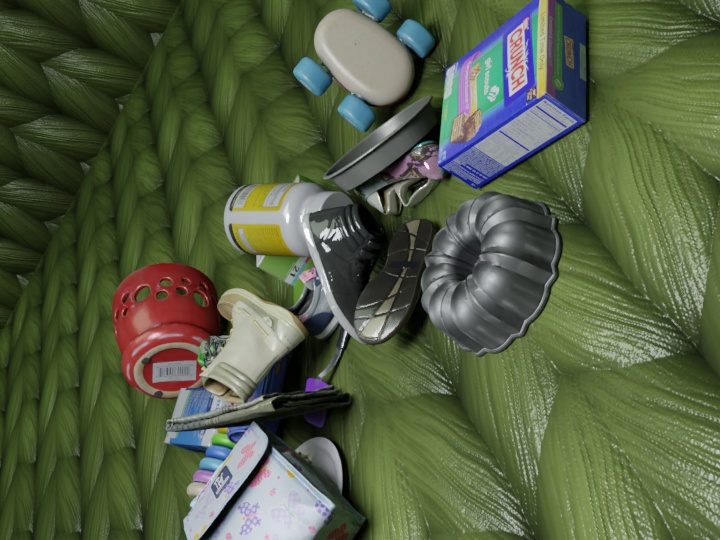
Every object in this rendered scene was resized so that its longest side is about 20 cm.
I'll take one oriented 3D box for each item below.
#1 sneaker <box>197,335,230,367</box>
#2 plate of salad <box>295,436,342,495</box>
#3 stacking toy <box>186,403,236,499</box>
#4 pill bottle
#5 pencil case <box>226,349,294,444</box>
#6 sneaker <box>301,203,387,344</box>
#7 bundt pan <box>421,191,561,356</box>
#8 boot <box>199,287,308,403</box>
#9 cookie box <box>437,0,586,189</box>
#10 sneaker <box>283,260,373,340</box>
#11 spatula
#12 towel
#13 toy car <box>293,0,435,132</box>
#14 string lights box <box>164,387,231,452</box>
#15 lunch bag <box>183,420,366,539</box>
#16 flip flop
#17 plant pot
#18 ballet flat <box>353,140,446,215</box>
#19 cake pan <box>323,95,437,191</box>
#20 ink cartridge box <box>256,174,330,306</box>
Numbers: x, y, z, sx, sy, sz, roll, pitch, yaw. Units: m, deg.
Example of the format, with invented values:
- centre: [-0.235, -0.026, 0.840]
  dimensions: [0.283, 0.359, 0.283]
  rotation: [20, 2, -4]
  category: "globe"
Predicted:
- centre: [-0.224, 0.144, 1.703]
  dimensions: [0.200, 0.084, 0.079]
  rotation: [145, 138, -62]
  category: "sneaker"
- centre: [-0.089, 0.323, 1.394]
  dimensions: [0.200, 0.048, 0.202]
  rotation: [-41, 37, 40]
  category: "plate of salad"
- centre: [-0.201, 0.273, 1.613]
  dimensions: [0.085, 0.085, 0.202]
  rotation: [-18, 47, 55]
  category: "stacking toy"
- centre: [-0.104, -0.076, 1.530]
  dimensions: [0.199, 0.111, 0.112]
  rotation: [4, 71, 43]
  category: "pill bottle"
- centre: [-0.149, 0.177, 1.581]
  dimensions: [0.087, 0.077, 0.202]
  rotation: [-36, 38, 60]
  category: "pencil case"
- centre: [0.000, 0.000, 1.399]
  dimensions: [0.098, 0.202, 0.071]
  rotation: [-21, 4, 23]
  category: "sneaker"
- centre: [0.142, -0.006, 1.213]
  dimensions: [0.202, 0.075, 0.203]
  rotation: [-42, 35, 39]
  category: "bundt pan"
- centre: [-0.186, 0.112, 1.515]
  dimensions: [0.199, 0.072, 0.155]
  rotation: [17, 61, 48]
  category: "boot"
- centre: [0.192, -0.227, 1.297]
  dimensions: [0.199, 0.075, 0.173]
  rotation: [-31, 42, 47]
  category: "cookie box"
- centre: [-0.044, 0.006, 1.524]
  dimensions: [0.201, 0.082, 0.070]
  rotation: [-62, 27, 7]
  category: "sneaker"
- centre: [-0.040, 0.126, 1.487]
  dimensions: [0.056, 0.020, 0.202]
  rotation: [11, 76, 49]
  category: "spatula"
- centre: [-0.136, 0.187, 1.393]
  dimensions: [0.198, 0.192, 0.035]
  rotation: [-15, 78, 31]
  category: "towel"
- centre: [0.007, -0.334, 1.674]
  dimensions: [0.185, 0.176, 0.200]
  rotation: [-51, -1, 0]
  category: "toy car"
- centre: [-0.261, 0.255, 1.739]
  dimensions: [0.199, 0.059, 0.104]
  rotation: [-11, 59, 58]
  category: "string lights box"
- centre: [-0.125, 0.311, 1.289]
  dimensions: [0.170, 0.127, 0.200]
  rotation: [-51, 53, -2]
  category: "lunch bag"
- centre: [0.055, 0.019, 1.367]
  dimensions: [0.080, 0.058, 0.201]
  rotation: [4, 53, 28]
  category: "flip flop"
- centre: [-0.349, 0.115, 1.859]
  dimensions: [0.201, 0.199, 0.183]
  rotation: [-52, 35, 25]
  category: "plant pot"
- centre: [0.056, -0.122, 1.481]
  dimensions: [0.199, 0.069, 0.072]
  rotation: [-25, 73, 52]
  category: "ballet flat"
- centre: [0.034, -0.182, 1.492]
  dimensions: [0.199, 0.037, 0.200]
  rotation: [-36, 11, 8]
  category: "cake pan"
- centre: [-0.102, -0.047, 1.641]
  dimensions: [0.148, 0.075, 0.200]
  rotation: [-57, 17, 18]
  category: "ink cartridge box"
